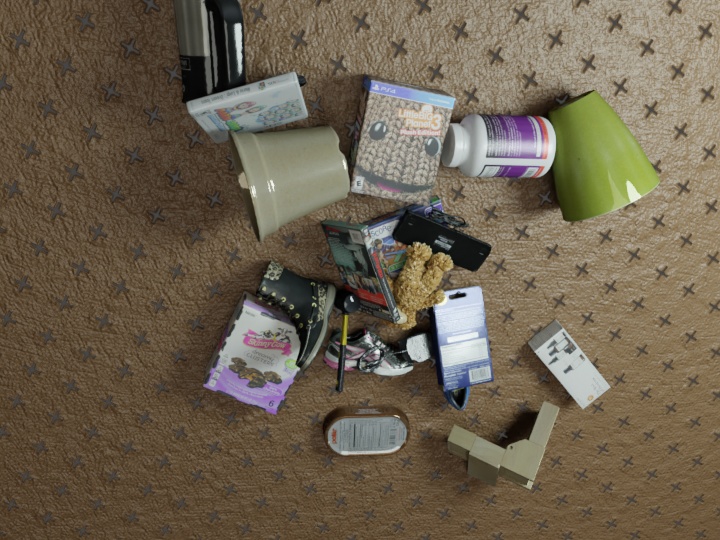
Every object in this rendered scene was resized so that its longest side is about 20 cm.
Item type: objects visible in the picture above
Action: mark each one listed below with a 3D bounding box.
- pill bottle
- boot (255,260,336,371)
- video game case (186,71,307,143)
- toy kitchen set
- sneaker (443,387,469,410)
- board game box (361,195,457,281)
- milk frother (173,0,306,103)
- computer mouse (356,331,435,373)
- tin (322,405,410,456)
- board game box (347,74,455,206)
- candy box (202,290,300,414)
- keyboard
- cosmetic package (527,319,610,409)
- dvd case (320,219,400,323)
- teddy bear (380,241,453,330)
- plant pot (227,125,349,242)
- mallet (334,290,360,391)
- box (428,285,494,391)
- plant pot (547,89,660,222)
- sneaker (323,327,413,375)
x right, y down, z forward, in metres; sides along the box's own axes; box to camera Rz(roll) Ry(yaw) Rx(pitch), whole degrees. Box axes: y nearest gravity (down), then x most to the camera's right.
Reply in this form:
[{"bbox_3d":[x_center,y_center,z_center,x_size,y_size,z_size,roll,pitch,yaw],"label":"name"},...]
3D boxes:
[{"bbox_3d":[0.251,-0.230,1.256,0.196,0.113,0.114,-1,112,-15],"label":"pill bottle"},{"bbox_3d":[-0.137,0.083,1.312,0.152,0.206,0.074,25,138,-12],"label":"boot"},{"bbox_3d":[-0.185,-0.273,1.158,0.179,0.200,0.024,-16,87,0],"label":"video game case"},{"bbox_3d":[0.321,0.381,1.550,0.197,0.182,0.164,21,153,19],"label":"toy kitchen set"},{"bbox_3d":[0.202,0.204,1.452,0.065,0.079,0.203,-10,111,0],"label":"sneaker"},{"bbox_3d":[0.083,-0.050,1.359,0.197,0.035,0.137,-20,113,0],"label":"board game box"},{"bbox_3d":[-0.203,-0.386,1.156,0.199,0.179,0.191,-24,122,-44],"label":"milk frother"},{"bbox_3d":[0.076,0.170,1.394,0.197,0.034,0.060,-11,85,-26],"label":"computer mouse"},{"bbox_3d":[0.014,0.357,1.511,0.196,0.042,0.114,0,107,-7],"label":"tin"},{"bbox_3d":[0.068,-0.239,1.250,0.157,0.097,0.203,8,110,-10],"label":"board game box"},{"bbox_3d":[-0.206,0.170,1.391,0.166,0.072,0.202,24,107,-16],"label":"candy box"},{"bbox_3d":[0.168,-0.072,1.334,0.197,0.040,0.105,21,129,-17],"label":"keyboard"},{"bbox_3d":[0.461,0.209,1.499,0.082,0.051,0.200,-40,110,10],"label":"cosmetic package"},{"bbox_3d":[0.000,0.000,1.317,0.022,0.145,0.202,-33,115,-26],"label":"dvd case"},{"bbox_3d":[0.102,0.037,1.342,0.200,0.067,0.144,-43,122,17],"label":"teddy bear"},{"bbox_3d":[-0.123,-0.174,1.218,0.181,0.200,0.204,-17,113,-12],"label":"plant pot"},{"bbox_3d":[-0.030,0.141,1.355,0.041,0.066,0.204,3,87,-25],"label":"mallet"},{"bbox_3d":[0.208,0.139,1.414,0.119,0.032,0.204,-8,92,-19],"label":"box"},{"bbox_3d":[0.430,-0.223,1.272,0.185,0.187,0.202,-26,99,4],"label":"plant pot"},{"bbox_3d":[0.024,0.165,1.417,0.196,0.080,0.088,5,100,-15],"label":"sneaker"}]
